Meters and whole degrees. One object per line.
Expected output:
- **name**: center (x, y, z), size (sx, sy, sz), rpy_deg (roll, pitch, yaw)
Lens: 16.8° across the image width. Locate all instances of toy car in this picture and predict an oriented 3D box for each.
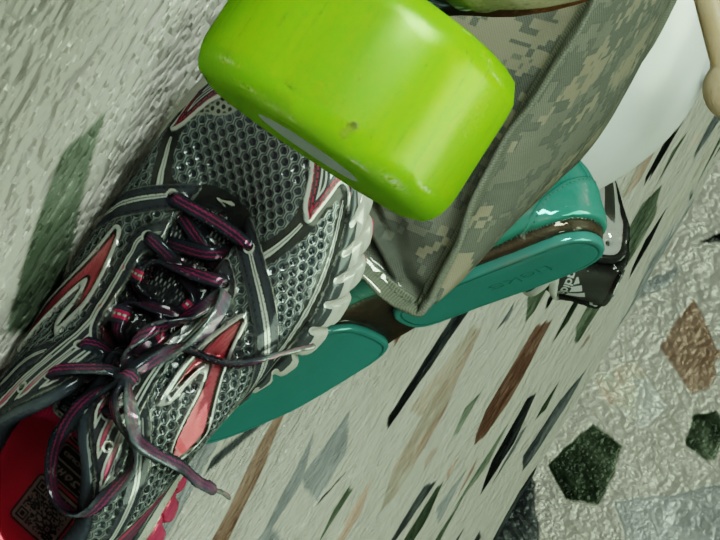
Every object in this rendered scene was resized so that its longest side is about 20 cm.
- **toy car**: center (-0.002, -0.111, 0.514), size (0.165, 0.157, 0.200), rpy_deg (-57, -178, -2)

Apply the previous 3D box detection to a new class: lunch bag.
- **lunch bag**: center (0.049, -0.112, 0.800), size (0.164, 0.117, 0.201), rpy_deg (-43, 165, -56)

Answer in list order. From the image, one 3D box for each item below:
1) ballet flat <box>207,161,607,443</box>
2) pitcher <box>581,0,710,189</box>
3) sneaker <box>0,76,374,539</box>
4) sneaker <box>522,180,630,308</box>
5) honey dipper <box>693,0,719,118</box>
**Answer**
- **ballet flat**: center (0.000, 0.000, 0.951), size (0.199, 0.071, 0.067), rpy_deg (-26, 155, 15)
- **pitcher**: center (0.117, -0.119, 0.952), size (0.121, 0.171, 0.201), rpy_deg (-35, 153, -56)
- **sneaker**: center (-0.063, 0.026, 0.749), size (0.201, 0.080, 0.075), rpy_deg (-61, 168, 9)
- **sneaker**: center (0.066, -0.011, 1.169), size (0.201, 0.115, 0.076), rpy_deg (-49, 166, -44)
- **honey dipper**: center (0.110, -0.150, 0.868), size (0.038, 0.038, 0.201), rpy_deg (-35, 112, -67)
